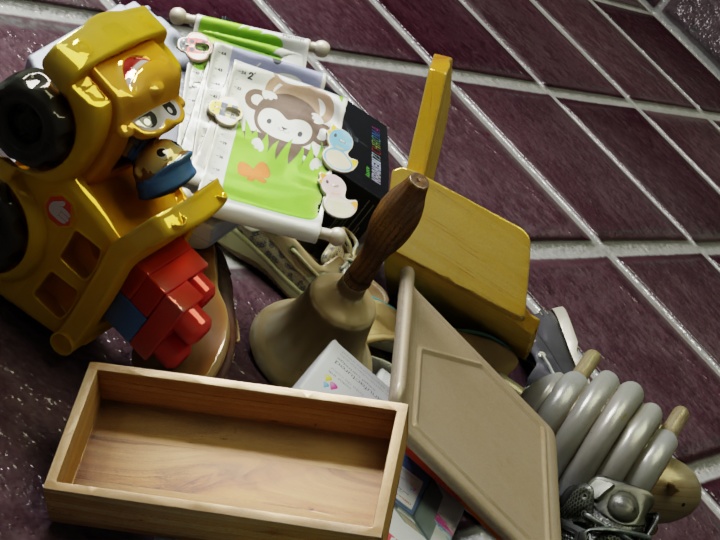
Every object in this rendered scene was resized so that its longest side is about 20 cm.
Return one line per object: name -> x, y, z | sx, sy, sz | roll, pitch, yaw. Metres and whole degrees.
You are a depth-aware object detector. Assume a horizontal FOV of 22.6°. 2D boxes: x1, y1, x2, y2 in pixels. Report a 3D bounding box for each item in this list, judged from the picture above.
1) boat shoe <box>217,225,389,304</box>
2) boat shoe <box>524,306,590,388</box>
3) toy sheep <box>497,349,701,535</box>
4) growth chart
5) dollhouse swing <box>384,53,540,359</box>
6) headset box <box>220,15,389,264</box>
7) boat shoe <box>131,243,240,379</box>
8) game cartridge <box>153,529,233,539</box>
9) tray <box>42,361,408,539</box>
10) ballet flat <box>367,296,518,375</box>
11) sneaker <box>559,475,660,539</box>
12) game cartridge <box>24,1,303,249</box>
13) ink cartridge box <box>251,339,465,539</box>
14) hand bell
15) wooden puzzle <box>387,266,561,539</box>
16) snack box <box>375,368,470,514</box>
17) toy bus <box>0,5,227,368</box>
boat shoe -> -0.049, -0.019, 1.492 | 0.199, 0.063, 0.073 | 34, 22, -17
boat shoe -> 0.175, 0.112, 1.636 | 0.062, 0.073, 0.201 | -8, 40, -1
toy sheep -> 0.192, 0.142, 1.490 | 0.199, 0.139, 0.138 | 29, 20, 14
growth chart -> -0.071, -0.106, 1.314 | 0.143, 0.018, 0.201 | 7, 53, -13
dollhouse swing -> 0.103, -0.052, 1.529 | 0.181, 0.177, 0.200 | 27, -11, 8
headset box -> -0.080, -0.116, 1.583 | 0.199, 0.093, 0.175 | 33, 23, -15
boat shoe -> -0.116, 0.047, 1.260 | 0.201, 0.070, 0.071 | -90, 166, -55
game cartridge -> -0.058, 0.209, 1.005 | 0.132, 0.041, 0.201 | -6, 35, -6
tray -> -0.077, 0.114, 1.066 | 0.198, 0.037, 0.099 | 7, 47, 8
ballet flat -> 0.050, 0.076, 1.492 | 0.199, 0.069, 0.064 | 20, 51, -31
sneaker -> 0.167, 0.217, 1.275 | 0.076, 0.115, 0.200 | 23, 19, -11
game cartridge -> -0.147, -0.107, 1.324 | 0.200, 0.042, 0.133 | 42, 58, 16
ink cartridge box -> -0.012, 0.152, 1.203 | 0.145, 0.088, 0.200 | 41, 24, 0
hand bell -> 0.000, 0.000, 1.325 | 0.103, 0.201, 0.105 | 16, 43, -16
wooden puzzle -> 0.077, 0.115, 1.256 | 0.200, 0.037, 0.185 | 50, 21, -20
snack box -> 0.083, 0.158, 1.420 | 0.199, 0.024, 0.072 | 38, 22, -5
toy bus -> -0.156, -0.039, 1.169 | 0.192, 0.200, 0.136 | 43, 35, 9
